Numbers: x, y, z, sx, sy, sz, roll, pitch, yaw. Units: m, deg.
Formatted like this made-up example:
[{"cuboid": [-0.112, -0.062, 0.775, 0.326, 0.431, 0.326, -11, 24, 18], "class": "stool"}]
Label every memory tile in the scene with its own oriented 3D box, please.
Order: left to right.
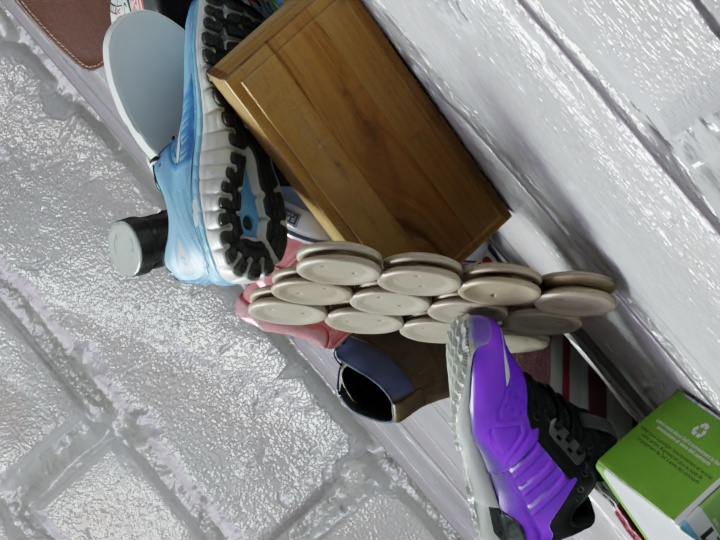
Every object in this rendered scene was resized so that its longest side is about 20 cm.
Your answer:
[{"cuboid": [0.042, 0.017, 1.363, 0.199, 0.017, 0.153, 8, 163, -16], "class": "memory tile"}]

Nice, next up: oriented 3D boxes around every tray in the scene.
[{"cuboid": [0.002, -0.077, 1.409, 0.200, 0.099, 0.037, 53, 170, -27], "class": "tray"}]

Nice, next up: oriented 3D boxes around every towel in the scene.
[{"cuboid": [0.160, 0.110, 1.528, 0.200, 0.023, 0.144, 49, -161, -13], "class": "towel"}]

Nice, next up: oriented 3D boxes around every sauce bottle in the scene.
[{"cuboid": [-0.089, -0.036, 1.603, 0.065, 0.199, 0.065, 18, 114, 47], "class": "sauce bottle"}]

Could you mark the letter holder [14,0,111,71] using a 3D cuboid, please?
[{"cuboid": [-0.216, -0.261, 1.610, 0.101, 0.142, 0.200, 40, 169, 50], "class": "letter holder"}]

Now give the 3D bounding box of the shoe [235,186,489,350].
[{"cuboid": [0.000, 0.000, 1.515, 0.200, 0.091, 0.071, 4, -157, -47], "class": "shoe"}]

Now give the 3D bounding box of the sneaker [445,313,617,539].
[{"cuboid": [0.109, 0.098, 1.406, 0.070, 0.099, 0.201, -92, -8, -46], "class": "sneaker"}]

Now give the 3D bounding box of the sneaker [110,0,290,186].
[{"cuboid": [-0.101, -0.128, 1.578, 0.202, 0.067, 0.108, 58, 161, -22], "class": "sneaker"}]

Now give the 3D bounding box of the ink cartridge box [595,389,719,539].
[{"cuboid": [0.248, 0.177, 1.348, 0.148, 0.076, 0.200, 54, 171, -29], "class": "ink cartridge box"}]

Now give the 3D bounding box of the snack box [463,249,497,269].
[{"cuboid": [0.119, 0.048, 1.661, 0.200, 0.024, 0.072, 53, 171, -26], "class": "snack box"}]

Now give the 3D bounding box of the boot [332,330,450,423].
[{"cuboid": [0.001, 0.041, 1.574, 0.200, 0.097, 0.075, 25, 135, 43], "class": "boot"}]

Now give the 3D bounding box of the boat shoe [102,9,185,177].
[{"cuboid": [-0.116, -0.083, 1.500, 0.200, 0.071, 0.064, 60, 158, -19], "class": "boat shoe"}]

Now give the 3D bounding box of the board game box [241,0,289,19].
[{"cuboid": [-0.032, -0.152, 1.486, 0.200, 0.037, 0.151, 51, 173, -22], "class": "board game box"}]

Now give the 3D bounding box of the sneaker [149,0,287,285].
[{"cuboid": [-0.102, -0.085, 1.425, 0.090, 0.201, 0.078, -15, 155, 39], "class": "sneaker"}]
